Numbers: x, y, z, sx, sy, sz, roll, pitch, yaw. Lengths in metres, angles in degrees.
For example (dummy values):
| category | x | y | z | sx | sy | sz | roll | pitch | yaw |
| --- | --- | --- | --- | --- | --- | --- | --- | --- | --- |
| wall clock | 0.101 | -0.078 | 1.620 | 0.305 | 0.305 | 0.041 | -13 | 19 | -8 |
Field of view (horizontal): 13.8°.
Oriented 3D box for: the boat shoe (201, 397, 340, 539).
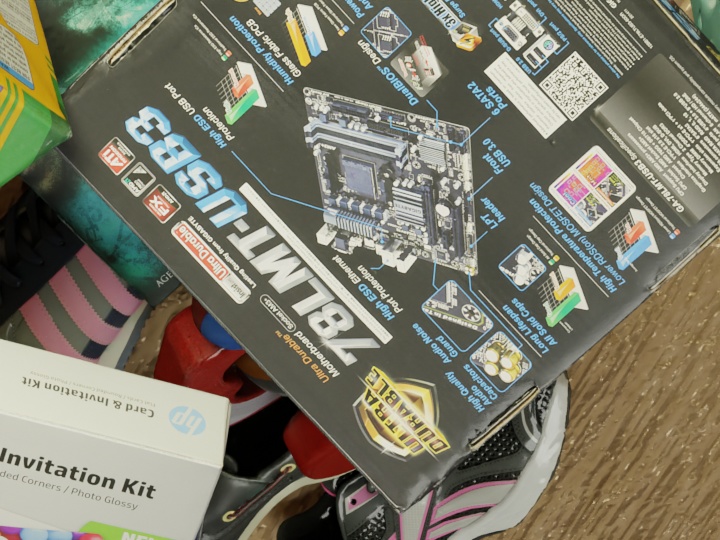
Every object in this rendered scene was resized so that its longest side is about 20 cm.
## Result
| category | x | y | z | sx | sy | sz | roll | pitch | yaw |
| --- | --- | --- | --- | --- | --- | --- | --- | --- | --- |
| boat shoe | -0.063 | 0.086 | 1.354 | 0.201 | 0.074 | 0.063 | -34 | 137 | 10 |

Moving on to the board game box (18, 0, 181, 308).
| category | x | y | z | sx | sy | sz | roll | pitch | yaw |
| --- | --- | --- | --- | --- | --- | --- | --- | --- | --- |
| board game box | -0.050 | -0.095 | 1.127 | 0.200 | 0.028 | 0.135 | -40 | 114 | 12 |

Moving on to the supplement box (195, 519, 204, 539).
| category | x | y | z | sx | sy | sz | roll | pitch | yaw |
| --- | --- | --- | --- | --- | --- | --- | --- | --- | --- |
| supplement box | -0.176 | 0.124 | 1.253 | 0.199 | 0.110 | 0.109 | 16 | 146 | -10 |

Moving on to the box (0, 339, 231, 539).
| category | x | y | z | sx | sy | sz | roll | pitch | yaw |
| --- | --- | --- | --- | --- | --- | --- | --- | --- | --- |
| box | -0.149 | 0.111 | 1.127 | 0.155 | 0.041 | 0.201 | 15 | 128 | -10 |

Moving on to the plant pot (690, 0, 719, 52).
| category | x | y | z | sx | sy | sz | roll | pitch | yaw |
| --- | --- | --- | --- | --- | --- | --- | --- | --- | --- |
| plant pot | 0.205 | -0.144 | 1.120 | 0.160 | 0.201 | 0.201 | -5 | 140 | -1 |

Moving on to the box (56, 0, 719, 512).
| category | x | y | z | sx | sy | sz | roll | pitch | yaw |
| --- | --- | --- | --- | --- | --- | --- | --- | --- | --- |
| box | 0.021 | -0.050 | 1.078 | 0.198 | 0.050 | 0.200 | -43 | 95 | 14 |

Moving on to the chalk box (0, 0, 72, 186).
| category | x | y | z | sx | sy | sz | roll | pitch | yaw |
| --- | --- | --- | --- | --- | --- | --- | --- | --- | --- |
| chalk box | -0.225 | -0.063 | 1.066 | 0.200 | 0.124 | 0.125 | -36 | 138 | 18 |

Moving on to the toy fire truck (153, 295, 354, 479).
| category | x | y | z | sx | sy | sz | roll | pitch | yaw |
| --- | --- | --- | --- | --- | --- | --- | --- | --- | --- |
| toy fire truck | 0.000 | 0.000 | 1.206 | 0.199 | 0.113 | 0.168 | -30 | 164 | 9 |

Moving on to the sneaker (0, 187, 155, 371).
| category | x | y | z | sx | sy | sz | roll | pitch | yaw |
| --- | --- | --- | --- | --- | --- | --- | --- | --- | --- |
| sneaker | -0.129 | -0.003 | 1.221 | 0.082 | 0.070 | 0.201 | 0 | 135 | -27 |

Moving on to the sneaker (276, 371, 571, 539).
| category | x | y | z | sx | sy | sz | roll | pitch | yaw |
| --- | --- | --- | --- | --- | --- | --- | --- | --- | --- |
| sneaker | 0.026 | 0.095 | 1.403 | 0.086 | 0.081 | 0.201 | 16 | 123 | -23 |
